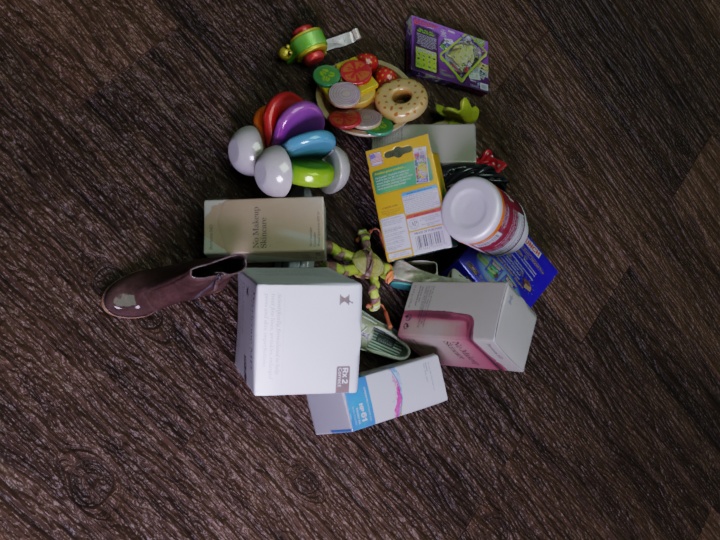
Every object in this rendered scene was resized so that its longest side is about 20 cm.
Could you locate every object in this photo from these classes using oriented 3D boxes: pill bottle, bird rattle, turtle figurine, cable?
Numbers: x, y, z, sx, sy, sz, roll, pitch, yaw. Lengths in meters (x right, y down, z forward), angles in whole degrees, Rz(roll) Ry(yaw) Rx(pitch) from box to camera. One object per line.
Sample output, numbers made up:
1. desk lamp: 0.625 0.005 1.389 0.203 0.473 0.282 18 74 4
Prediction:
1. pill bottle: 0.228 -0.089 1.453 0.199 0.111 0.116 18 66 -60
2. bird rattle: 0.185 -0.232 1.630 0.161 0.112 0.204 -25 102 -17
3. turtle figurine: 0.000 0.000 1.454 0.158 0.064 0.204 8 63 -28
4. cable: 0.187 -0.128 1.534 0.051 0.196 0.165 -95 165 -47

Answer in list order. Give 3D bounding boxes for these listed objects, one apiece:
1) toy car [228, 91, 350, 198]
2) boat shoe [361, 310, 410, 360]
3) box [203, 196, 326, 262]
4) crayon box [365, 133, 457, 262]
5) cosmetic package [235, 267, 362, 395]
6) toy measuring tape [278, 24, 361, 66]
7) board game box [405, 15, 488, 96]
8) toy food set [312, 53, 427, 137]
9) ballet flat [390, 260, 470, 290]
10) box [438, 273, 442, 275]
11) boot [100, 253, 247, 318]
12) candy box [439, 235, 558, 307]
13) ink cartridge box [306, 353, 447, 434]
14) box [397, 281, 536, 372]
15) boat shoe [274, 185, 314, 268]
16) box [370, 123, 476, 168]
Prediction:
1. toy car: -0.112 -0.216 1.371 0.172 0.199 0.153 -7 123 -38
2. boat shoe: 0.004 0.105 1.439 0.197 0.062 0.073 20 91 -25
3. box: -0.154 -0.065 1.342 0.195 0.078 0.097 -3 79 0
4. crayon box: 0.091 -0.128 1.469 0.051 0.123 0.205 -10 88 -71
5. cosmetic package: -0.102 0.088 1.278 0.161 0.200 0.169 0 96 -17
6. toy measuring tape: -0.067 -0.430 1.528 0.198 0.073 0.075 -26 91 -31
7. board game box: 0.181 -0.442 1.695 0.196 0.032 0.123 10 78 -28
8. toy food set: 0.011 -0.325 1.514 0.196 0.049 0.201 -29 65 -20
9. ballet flat: 0.148 0.018 1.501 0.196 0.068 0.064 15 73 10
10. box: 0.216 0.099 1.589 0.197 0.032 0.124 23 68 -24
11. boot: -0.285 0.015 1.246 0.197 0.166 0.074 -14 85 -31
12. candy box: 0.272 0.006 1.589 0.170 0.077 0.200 50 52 -1
13. ink cartridge box: 0.028 0.210 1.390 0.197 0.144 0.086 -13 85 -30
14. box: 0.185 0.096 1.421 0.128 0.197 0.111 41 59 -42
15. boat shoe: -0.107 -0.043 1.426 0.066 0.073 0.204 19 79 -39
16. box: 0.117 -0.226 1.535 0.195 0.069 0.084 1 74 1
